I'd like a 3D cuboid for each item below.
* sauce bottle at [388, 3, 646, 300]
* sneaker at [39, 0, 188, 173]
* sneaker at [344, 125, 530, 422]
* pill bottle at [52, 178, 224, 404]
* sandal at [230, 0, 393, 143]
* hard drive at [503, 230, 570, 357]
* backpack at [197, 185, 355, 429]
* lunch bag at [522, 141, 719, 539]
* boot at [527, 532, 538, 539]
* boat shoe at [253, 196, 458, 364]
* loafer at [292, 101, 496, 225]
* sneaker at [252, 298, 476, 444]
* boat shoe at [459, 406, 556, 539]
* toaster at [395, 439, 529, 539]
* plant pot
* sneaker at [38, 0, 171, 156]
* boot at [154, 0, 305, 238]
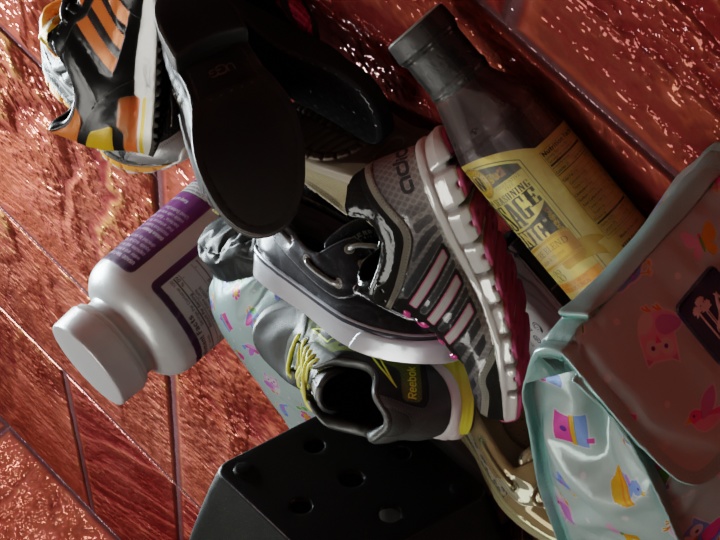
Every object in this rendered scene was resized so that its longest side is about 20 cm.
[{"bbox_3d":[0.094,-0.063,1.171,0.200,0.066,0.066,49,162,-3],"label":"sauce bottle"},{"bbox_3d":[-0.198,-0.146,1.638,0.200,0.078,0.077,36,153,34],"label":"sneaker"},{"bbox_3d":[0.046,0.009,1.247,0.074,0.087,0.200,-77,-29,-57],"label":"sneaker"},{"bbox_3d":[-0.144,0.012,1.633,0.112,0.200,0.112,42,161,19],"label":"pill bottle"},{"bbox_3d":[-0.044,-0.148,1.340,0.200,0.045,0.075,34,156,30],"label":"sandal"},{"bbox_3d":[0.148,0.061,1.342,0.200,0.038,0.140,49,162,-5],"label":"hard drive"},{"bbox_3d":[-0.029,0.036,1.535,0.200,0.126,0.167,57,161,-13],"label":"backpack"},{"bbox_3d":[0.170,0.053,1.067,0.122,0.170,0.200,25,150,38],"label":"lunch bag"},{"bbox_3d":[0.224,0.215,1.413,0.150,0.073,0.200,4,148,50],"label":"boot"},{"bbox_3d":[0.000,0.000,1.360,0.200,0.072,0.068,32,127,45],"label":"boat shoe"},{"bbox_3d":[0.013,-0.061,1.337,0.200,0.076,0.068,28,147,44],"label":"loafer"},{"bbox_3d":[-0.014,0.062,1.374,0.200,0.084,0.075,19,110,44],"label":"sneaker"},{"bbox_3d":[0.106,0.108,1.355,0.200,0.073,0.063,44,155,24],"label":"boat shoe"},{"bbox_3d":[0.096,0.140,1.500,0.129,0.114,0.200,42,160,28],"label":"toaster"},{"bbox_3d":[-0.006,0.207,1.420,0.200,0.199,0.178,38,141,40],"label":"plant pot"},{"bbox_3d":[-0.173,-0.174,1.380,0.070,0.090,0.201,-81,-5,-67],"label":"sneaker"},{"bbox_3d":[-0.083,-0.079,1.347,0.174,0.069,0.201,92,161,-64],"label":"boot"}]
